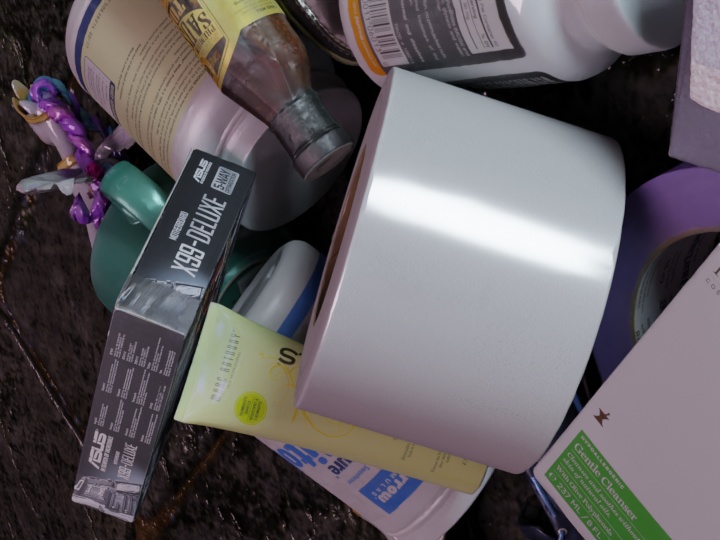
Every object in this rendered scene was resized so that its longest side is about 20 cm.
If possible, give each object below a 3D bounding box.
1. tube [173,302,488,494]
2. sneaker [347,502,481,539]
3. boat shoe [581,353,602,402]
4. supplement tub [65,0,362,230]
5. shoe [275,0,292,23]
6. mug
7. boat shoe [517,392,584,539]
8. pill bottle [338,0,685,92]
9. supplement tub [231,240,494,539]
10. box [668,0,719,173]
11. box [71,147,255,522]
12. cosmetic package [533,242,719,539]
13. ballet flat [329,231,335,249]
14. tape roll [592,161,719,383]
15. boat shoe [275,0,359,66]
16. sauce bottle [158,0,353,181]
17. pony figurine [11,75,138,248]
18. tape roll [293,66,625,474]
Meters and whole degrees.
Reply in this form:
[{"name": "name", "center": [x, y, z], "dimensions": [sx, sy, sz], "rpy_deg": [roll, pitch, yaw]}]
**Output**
[{"name": "tube", "center": [-0.013, 0.089, 0.819], "dimensions": [0.197, 0.058, 0.052], "rpy_deg": [20, 123, -5]}, {"name": "sneaker", "center": [0.046, 0.177, 1.014], "dimensions": [0.087, 0.075, 0.201], "rpy_deg": [-34, 90, 42]}, {"name": "boat shoe", "center": [0.167, 0.086, 0.824], "dimensions": [0.066, 0.057, 0.203], "rpy_deg": [0, 109, 49]}, {"name": "supplement tub", "center": [-0.108, -0.139, 0.952], "dimensions": [0.200, 0.144, 0.146], "rpy_deg": [43, 137, 25]}, {"name": "shoe", "center": [-0.076, -0.260, 0.893], "dimensions": [0.071, 0.090, 0.202], "rpy_deg": [-34, 83, 51]}, {"name": "mug", "center": [-0.132, 0.000, 1.024], "dimensions": [0.114, 0.184, 0.154], "rpy_deg": [35, 112, 31]}, {"name": "boat shoe", "center": [0.135, 0.158, 0.874], "dimensions": [0.084, 0.068, 0.203], "rpy_deg": [-76, -33, -82]}, {"name": "pill bottle", "center": [0.089, -0.163, 0.736], "dimensions": [0.198, 0.116, 0.118], "rpy_deg": [2, 111, 48]}, {"name": "supplement tub", "center": [-0.006, 0.086, 0.910], "dimensions": [0.199, 0.133, 0.132], "rpy_deg": [37, 141, -8]}, {"name": "box", "center": [0.254, -0.099, 0.578], "dimensions": [0.198, 0.114, 0.134], "rpy_deg": [25, 127, 39]}, {"name": "box", "center": [-0.133, 0.046, 0.869], "dimensions": [0.049, 0.159, 0.201], "rpy_deg": [20, 134, -2]}, {"name": "cosmetic package", "center": [0.183, 0.073, 0.644], "dimensions": [0.108, 0.084, 0.201], "rpy_deg": [50, 141, 22]}, {"name": "ballet flat", "center": [0.000, 0.000, 0.966], "dimensions": [0.069, 0.069, 0.202], "rpy_deg": [45, 137, 23]}, {"name": "tape roll", "center": [0.226, 0.028, 0.705], "dimensions": [0.198, 0.084, 0.203], "rpy_deg": [26, 128, 38]}, {"name": "boat shoe", "center": [-0.043, -0.220, 0.811], "dimensions": [0.203, 0.071, 0.066], "rpy_deg": [60, -177, -5]}, {"name": "sauce bottle", "center": [-0.076, -0.150, 0.833], "dimensions": [0.201, 0.066, 0.066], "rpy_deg": [55, 141, 10]}, {"name": "pony figurine", "center": [-0.228, -0.080, 1.142], "dimensions": [0.192, 0.166, 0.202], "rpy_deg": [10, 133, 54]}, {"name": "tape roll", "center": [0.052, 0.000, 0.748], "dimensions": [0.137, 0.204, 0.204], "rpy_deg": [17, 133, -5]}]
